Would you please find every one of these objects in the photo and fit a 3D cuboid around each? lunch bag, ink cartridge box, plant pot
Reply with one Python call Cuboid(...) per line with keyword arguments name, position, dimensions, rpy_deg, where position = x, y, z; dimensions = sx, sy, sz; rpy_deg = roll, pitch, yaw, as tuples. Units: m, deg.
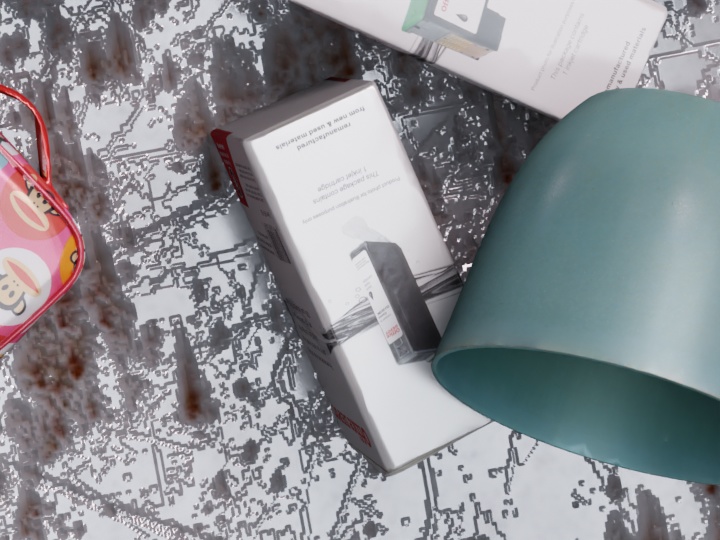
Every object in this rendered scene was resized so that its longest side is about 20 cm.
Cuboid(name="lunch bag", position=(-0.252, -0.039, 1.656), dimensions=(0.176, 0.082, 0.200), rpy_deg=(-42, 99, -5))
Cuboid(name="ink cartridge box", position=(0.053, -0.154, 1.667), dimensions=(0.199, 0.146, 0.085), rpy_deg=(23, 95, -10))
Cuboid(name="ink cartridge box", position=(0.000, 0.000, 1.670), dimensions=(0.083, 0.144, 0.201), rpy_deg=(-24, 99, -7))
Cuboid(name="plant pot", position=(0.153, 0.002, 1.554), dimensions=(0.200, 0.201, 0.162), rpy_deg=(19, 74, -10))
